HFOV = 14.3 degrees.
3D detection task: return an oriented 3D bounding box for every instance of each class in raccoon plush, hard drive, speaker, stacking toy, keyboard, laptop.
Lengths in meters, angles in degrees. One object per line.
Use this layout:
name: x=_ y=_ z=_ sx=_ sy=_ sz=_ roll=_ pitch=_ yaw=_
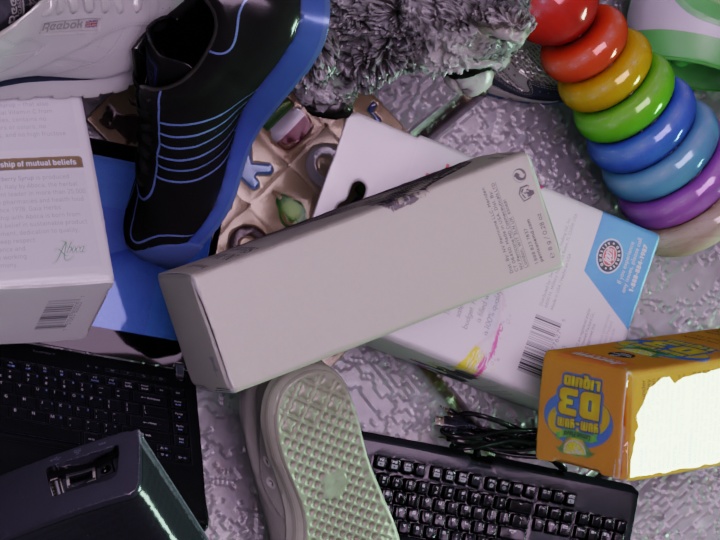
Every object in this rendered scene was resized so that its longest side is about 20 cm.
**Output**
raccoon plush: x=0.008 y=-0.161 z=1.522 sx=0.200 sy=0.134 sz=0.097 roll=49 pitch=29 yaw=-44
hard drive: x=-0.177 y=0.172 z=1.496 sx=0.200 sy=0.042 sz=0.135 roll=-23 pitch=125 yaw=8
speaker: x=0.211 y=-0.211 z=1.692 sx=0.088 sy=0.088 sz=0.201 roll=14 pitch=82 yaw=-16
stacking toy: x=0.145 y=-0.102 z=1.633 sx=0.085 sy=0.085 sz=0.200 roll=-49 pitch=119 yaw=-15
keyboard: x=0.068 y=0.129 z=1.643 sx=0.200 sy=0.040 sz=0.104 roll=11 pitch=83 yaw=-17
laptop: x=-0.160 y=0.026 z=1.543 sx=0.177 sy=0.200 sz=0.103 roll=10 pitch=127 yaw=-15

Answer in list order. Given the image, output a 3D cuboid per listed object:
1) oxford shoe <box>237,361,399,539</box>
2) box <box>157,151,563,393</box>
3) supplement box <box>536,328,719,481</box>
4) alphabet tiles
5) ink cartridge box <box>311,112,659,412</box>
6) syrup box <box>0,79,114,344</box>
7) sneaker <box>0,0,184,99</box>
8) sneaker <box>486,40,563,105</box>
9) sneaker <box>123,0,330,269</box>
oxford shoe: x=-0.025 y=0.133 z=1.592 sx=0.075 sy=0.058 sz=0.200 roll=-23 pitch=118 yaw=-24
box: x=0.000 y=0.000 z=1.533 sx=0.200 sy=0.082 sz=0.069 roll=-20 pitch=96 yaw=-18
supplement box: x=0.188 y=0.073 z=1.624 sx=0.200 sy=0.066 sz=0.069 roll=-8 pitch=104 yaw=-45
alphabet tiles: x=-0.053 y=-0.048 z=1.637 sx=0.200 sy=0.006 sz=0.166 roll=46 pitch=75 yaw=-10
ink cartridge box: x=0.055 y=-0.002 z=1.628 sx=0.200 sy=0.068 sz=0.115 roll=22 pitch=81 yaw=-17
syrup box: x=-0.191 y=-0.067 z=1.524 sx=0.081 sy=0.079 sz=0.200 roll=-3 pitch=66 yaw=-20
sneaker: x=-0.157 y=-0.135 z=1.477 sx=0.200 sy=0.081 sz=0.077 roll=-19 pitch=71 yaw=-28
sneaker: x=0.062 y=-0.171 z=1.641 sx=0.200 sy=0.085 sz=0.077 roll=43 pitch=75 yaw=-11
sneaker: x=-0.092 y=-0.085 z=1.502 sx=0.078 sy=0.200 sz=0.070 roll=13 pitch=37 yaw=-27
